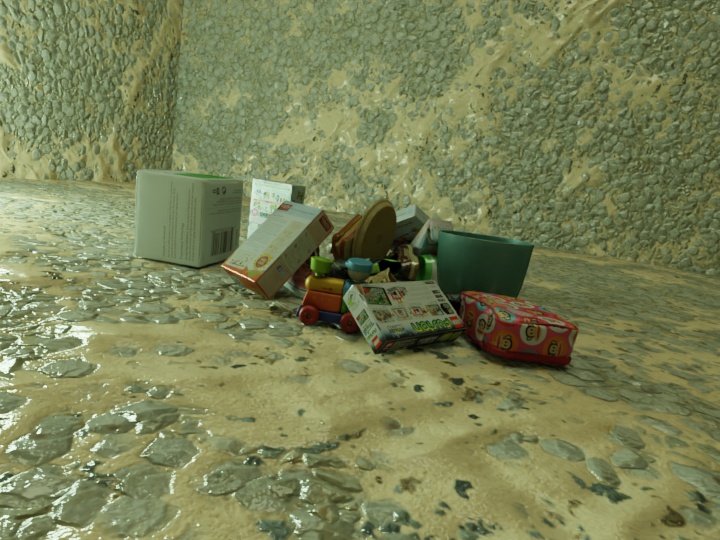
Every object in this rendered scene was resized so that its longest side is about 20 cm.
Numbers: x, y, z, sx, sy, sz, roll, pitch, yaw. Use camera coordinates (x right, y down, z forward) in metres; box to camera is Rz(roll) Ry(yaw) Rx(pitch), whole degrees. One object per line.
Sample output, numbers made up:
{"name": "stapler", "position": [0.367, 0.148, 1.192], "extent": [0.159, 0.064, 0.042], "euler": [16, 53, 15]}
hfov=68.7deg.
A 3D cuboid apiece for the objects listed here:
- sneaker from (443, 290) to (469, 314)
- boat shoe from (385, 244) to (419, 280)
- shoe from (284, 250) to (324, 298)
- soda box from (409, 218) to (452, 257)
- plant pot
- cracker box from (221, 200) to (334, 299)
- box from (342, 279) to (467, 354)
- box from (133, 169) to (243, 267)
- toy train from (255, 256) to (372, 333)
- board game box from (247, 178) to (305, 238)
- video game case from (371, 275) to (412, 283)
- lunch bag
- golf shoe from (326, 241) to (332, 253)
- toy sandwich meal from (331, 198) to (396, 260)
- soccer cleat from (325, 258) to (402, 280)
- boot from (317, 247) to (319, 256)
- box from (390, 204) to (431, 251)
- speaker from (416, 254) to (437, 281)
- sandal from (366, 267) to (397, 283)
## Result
{"name": "sneaker", "position": [0.145, 0.071, 1.009], "extent": [0.198, 0.060, 0.104], "euler": [6, 11, 10]}
{"name": "boat shoe", "position": [0.094, -0.026, 1.333], "extent": [0.071, 0.073, 0.200], "euler": [8, 17, -8]}
{"name": "shoe", "position": [-0.110, 0.000, 1.084], "extent": [0.071, 0.092, 0.200], "euler": [1, 13, -35]}
{"name": "soda box", "position": [0.173, -0.055, 1.386], "extent": [0.063, 0.069, 0.200], "euler": [5, -28, -14]}
{"name": "plant pot", "position": [0.253, 0.009, 1.119], "extent": [0.199, 0.162, 0.201], "euler": [8, 8, -1]}
{"name": "cracker box", "position": [-0.165, -0.047, 1.056], "extent": [0.134, 0.200, 0.058], "euler": [19, -28, 46]}
{"name": "box", "position": [0.076, 0.070, 0.856], "extent": [0.199, 0.035, 0.110], "euler": [-1, 50, -43]}
{"name": "box", "position": [-0.399, -0.128, 1.243], "extent": [0.170, 0.202, 0.199], "euler": [8, 11, 12]}
{"name": "toy train", "position": [-0.078, 0.028, 0.891], "extent": [0.198, 0.117, 0.085], "euler": [9, 10, 5]}
{"name": "board game box", "position": [-0.236, -0.144, 1.455], "extent": [0.147, 0.202, 0.064], "euler": [15, 12, 31]}
{"name": "video game case", "position": [0.034, 0.013, 1.320], "extent": [0.181, 0.022, 0.200], "euler": [8, 10, -5]}
{"name": "lunch bag", "position": [0.274, 0.094, 0.908], "extent": [0.175, 0.083, 0.200], "euler": [7, 10, -10]}
{"name": "golf shoe", "position": [-0.002, -0.056, 1.407], "extent": [0.088, 0.078, 0.199], "euler": [-13, -20, 36]}
{"name": "toy sandwich meal", "position": [0.013, -0.082, 1.260], "extent": [0.070, 0.207, 0.205], "euler": [22, 16, 26]}
{"name": "soccer cleat", "position": [0.000, 0.000, 1.162], "extent": [0.199, 0.068, 0.081], "euler": [-8, -4, -29]}
{"name": "boot", "position": [-0.130, -0.070, 1.329], "extent": [0.069, 0.133, 0.200], "euler": [4, 11, -20]}
{"name": "box", "position": [0.143, -0.093, 1.445], "extent": [0.155, 0.041, 0.200], "euler": [-16, -38, 36]}
{"name": "speaker", "position": [0.241, 0.007, 1.346], "extent": [0.199, 0.089, 0.088], "euler": [5, 11, -18]}
{"name": "sandal", "position": [0.066, 0.030, 1.119], "extent": [0.210, 0.070, 0.078], "euler": [10, 10, 9]}
